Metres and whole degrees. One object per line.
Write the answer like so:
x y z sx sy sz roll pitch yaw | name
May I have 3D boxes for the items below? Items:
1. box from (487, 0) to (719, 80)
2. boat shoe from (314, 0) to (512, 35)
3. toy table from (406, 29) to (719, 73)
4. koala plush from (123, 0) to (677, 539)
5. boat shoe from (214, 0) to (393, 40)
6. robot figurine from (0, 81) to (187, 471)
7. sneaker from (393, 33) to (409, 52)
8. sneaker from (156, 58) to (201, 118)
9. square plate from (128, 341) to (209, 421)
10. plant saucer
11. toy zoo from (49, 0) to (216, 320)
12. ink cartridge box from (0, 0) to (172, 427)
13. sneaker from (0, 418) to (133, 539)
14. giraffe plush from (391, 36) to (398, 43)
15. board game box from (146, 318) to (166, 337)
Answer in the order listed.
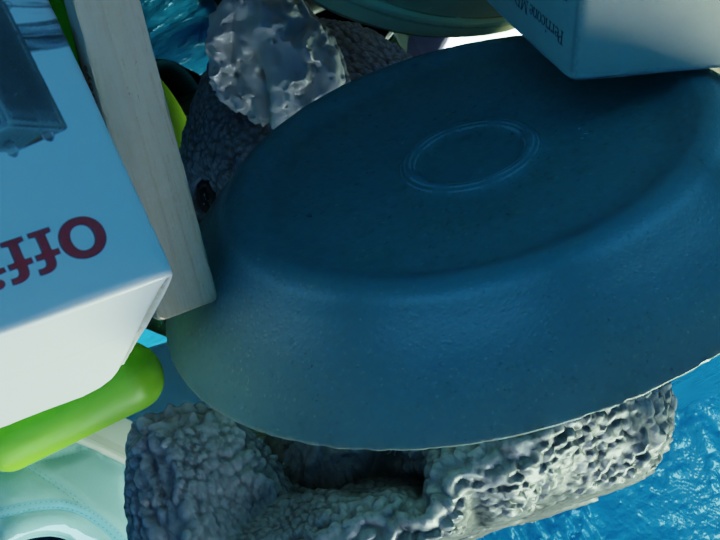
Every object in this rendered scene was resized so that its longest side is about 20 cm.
0.083 -0.162 0.845 0.068 0.201 0.082 -6 -154 -19 | box
-0.010 -0.132 0.902 0.199 0.072 0.065 22 141 -28 | boat shoe
0.130 -0.082 1.082 0.200 0.117 0.184 -37 145 8 | toy table
0.000 0.000 1.032 0.183 0.201 0.177 -19 172 11 | koala plush
-0.020 -0.105 1.202 0.074 0.062 0.200 -29 169 6 | boat shoe
-0.136 -0.016 1.059 0.115 0.176 0.200 -22 -169 45 | robot figurine
0.022 -0.144 1.110 0.075 0.088 0.200 -19 144 -5 | sneaker
-0.092 -0.048 1.215 0.075 0.080 0.199 -10 -170 -42 | sneaker
-0.077 0.083 1.270 0.197 0.029 0.200 -15 -155 16 | square plate
0.035 -0.020 0.863 0.199 0.036 0.200 -12 -150 7 | plant saucer
-0.106 -0.065 0.903 0.020 0.132 0.200 -20 -163 -21 | toy zoo
-0.159 -0.048 0.818 0.146 0.201 0.083 -21 166 -24 | ink cartridge box
-0.159 0.078 1.125 0.199 0.082 0.074 19 146 -23 | sneaker
0.066 -0.038 1.312 0.200 0.162 0.173 -34 -173 46 | giraffe plush
-0.034 0.008 1.223 0.135 0.028 0.200 0 -173 -22 | board game box
